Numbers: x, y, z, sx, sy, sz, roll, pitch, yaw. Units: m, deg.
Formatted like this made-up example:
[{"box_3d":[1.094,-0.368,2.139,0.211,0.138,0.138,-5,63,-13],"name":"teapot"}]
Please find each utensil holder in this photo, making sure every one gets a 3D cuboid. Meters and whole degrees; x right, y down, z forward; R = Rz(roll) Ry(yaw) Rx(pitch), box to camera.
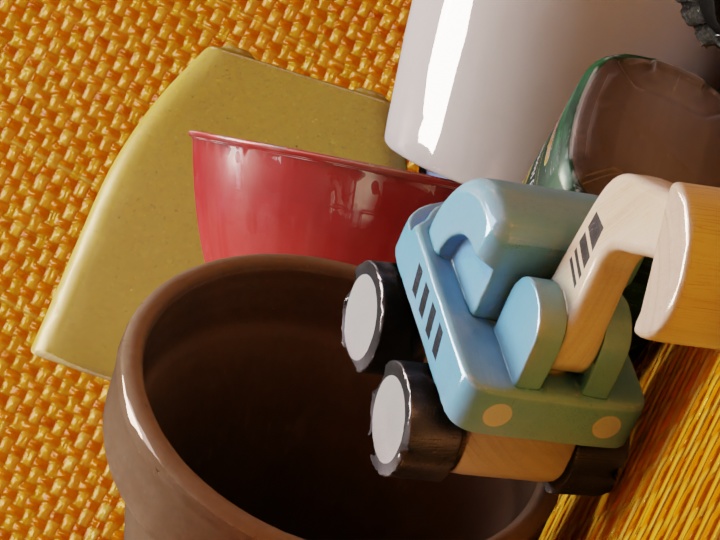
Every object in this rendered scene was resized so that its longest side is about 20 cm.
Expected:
[{"box_3d":[0.108,-0.141,1.431,0.170,0.169,0.201,-65,-10,-77],"name":"utensil holder"}]

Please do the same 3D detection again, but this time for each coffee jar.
[{"box_3d":[0.098,0.001,1.327,0.200,0.085,0.105,118,174,-49],"name":"coffee jar"}]

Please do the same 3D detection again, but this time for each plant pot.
[{"box_3d":[-0.028,0.121,1.282,0.201,0.199,0.175,-63,-7,-55],"name":"plant pot"},{"box_3d":[-0.058,-0.018,1.704,0.194,0.194,0.201,-5,-67,-88],"name":"plant pot"}]

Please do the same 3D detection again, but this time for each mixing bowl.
[{"box_3d":[0.000,0.000,1.491,0.200,0.199,0.109,-76,-3,-88],"name":"mixing bowl"}]

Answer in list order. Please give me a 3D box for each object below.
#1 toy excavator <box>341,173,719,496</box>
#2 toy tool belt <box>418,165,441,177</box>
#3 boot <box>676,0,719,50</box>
[{"box_3d":[0.080,0.007,1.140,0.195,0.099,0.201,-108,31,-49],"name":"toy excavator"},{"box_3d":[0.088,-0.076,1.605,0.125,0.123,0.200,-45,12,-15],"name":"toy tool belt"},{"box_3d":[0.183,-0.170,1.116,0.212,0.079,0.158,-63,7,14],"name":"boot"}]
